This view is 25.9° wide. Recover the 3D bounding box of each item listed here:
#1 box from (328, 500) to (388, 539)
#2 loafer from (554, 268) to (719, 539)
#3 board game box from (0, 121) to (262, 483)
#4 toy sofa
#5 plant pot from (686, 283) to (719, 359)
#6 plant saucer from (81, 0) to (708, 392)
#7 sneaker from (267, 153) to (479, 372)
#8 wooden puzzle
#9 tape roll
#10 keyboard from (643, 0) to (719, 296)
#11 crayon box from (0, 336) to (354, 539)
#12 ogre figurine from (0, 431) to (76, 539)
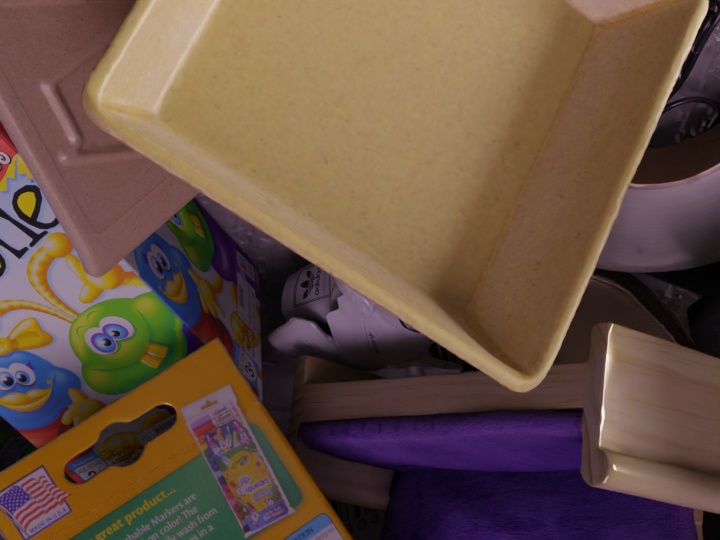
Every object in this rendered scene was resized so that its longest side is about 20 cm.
[{"bbox_3d":[0.020,0.207,0.835,0.199,0.200,0.171,-23,128,12],"label":"box"},{"bbox_3d":[0.149,0.076,0.776,0.076,0.067,0.200,-39,86,11],"label":"loafer"},{"bbox_3d":[-0.143,-0.010,0.713,0.103,0.105,0.200,-29,125,17],"label":"board game box"},{"bbox_3d":[0.056,0.084,0.679,0.083,0.098,0.200,19,161,-39],"label":"toy sofa"},{"bbox_3d":[0.260,0.046,0.699,0.177,0.200,0.200,-21,86,23],"label":"plant pot"},{"bbox_3d":[0.016,-0.082,0.603,0.200,0.200,0.048,33,159,-16],"label":"plant saucer"},{"bbox_3d":[0.000,0.000,0.713,0.115,0.075,0.200,-1,158,26],"label":"sneaker"},{"bbox_3d":[-0.083,-0.125,0.618,0.185,0.046,0.200,-43,135,-25],"label":"wooden puzzle"},{"bbox_3d":[0.129,-0.092,0.693,0.202,0.037,0.203,3,124,4],"label":"tape roll"},{"bbox_3d":[0.183,-0.074,0.742,0.127,0.021,0.200,20,123,-20],"label":"keyboard"},{"bbox_3d":[-0.060,0.147,0.667,0.126,0.200,0.052,-32,176,-23],"label":"crayon box"},{"bbox_3d":[-0.164,0.148,0.761,0.120,0.200,0.098,6,103,-1],"label":"ogre figurine"}]
